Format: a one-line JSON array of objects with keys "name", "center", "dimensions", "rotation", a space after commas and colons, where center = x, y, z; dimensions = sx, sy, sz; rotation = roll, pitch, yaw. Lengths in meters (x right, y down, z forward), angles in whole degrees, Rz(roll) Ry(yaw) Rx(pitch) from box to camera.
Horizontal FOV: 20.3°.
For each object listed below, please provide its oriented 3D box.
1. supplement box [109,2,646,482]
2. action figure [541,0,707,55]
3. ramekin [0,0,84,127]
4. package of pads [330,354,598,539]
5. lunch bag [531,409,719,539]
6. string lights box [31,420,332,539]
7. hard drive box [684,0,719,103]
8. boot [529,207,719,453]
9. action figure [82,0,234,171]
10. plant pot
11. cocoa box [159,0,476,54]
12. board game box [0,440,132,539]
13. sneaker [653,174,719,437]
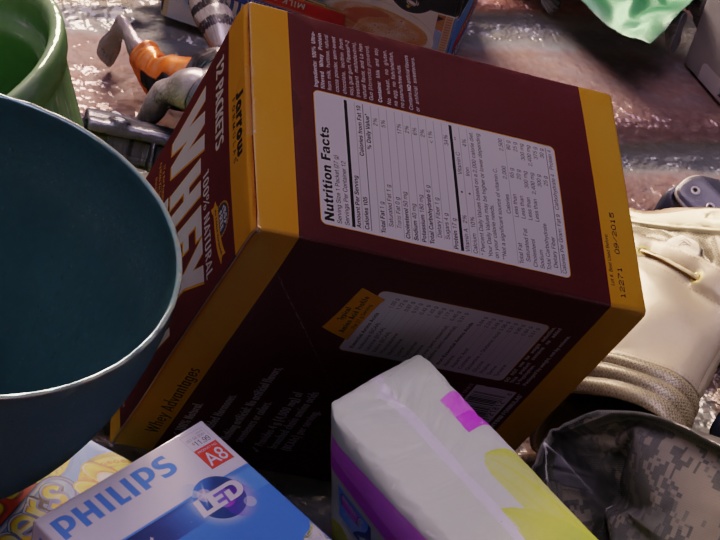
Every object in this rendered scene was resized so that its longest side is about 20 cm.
[{"name": "supplement box", "center": [0.000, 0.000, 1.001], "dimensions": [0.198, 0.198, 0.134], "rotation": [12, 52, -22]}, {"name": "action figure", "center": [0.153, -0.218, 1.441], "dimensions": [0.199, 0.055, 0.118], "rotation": [30, 44, 26]}, {"name": "ramekin", "center": [-0.239, -0.066, 1.068], "dimensions": [0.198, 0.098, 0.201], "rotation": [-10, 35, 7]}, {"name": "package of pads", "center": [0.061, 0.160, 0.917], "dimensions": [0.068, 0.155, 0.200], "rotation": [-27, 53, -23]}, {"name": "lunch bag", "center": [0.189, 0.147, 0.953], "dimensions": [0.164, 0.118, 0.199], "rotation": [28, -3, -42]}, {"name": "string lights box", "center": [-0.042, 0.165, 0.865], "dimensions": [0.200, 0.059, 0.102], "rotation": [39, 47, 25]}, {"name": "hard drive box", "center": [0.354, -0.140, 1.399], "dimensions": [0.198, 0.077, 0.156], "rotation": [-9, 46, -26]}, {"name": "boot", "center": [0.121, 0.038, 1.095], "dimensions": [0.199, 0.073, 0.156], "rotation": [1, 42, 42]}, {"name": "action figure", "center": [-0.107, -0.112, 1.202], "dimensions": [0.198, 0.105, 0.194], "rotation": [8, 26, -23]}, {"name": "plant pot", "center": [-0.191, 0.030, 0.905], "dimensions": [0.198, 0.135, 0.201], "rotation": [13, 40, -11]}, {"name": "cocoa box", "center": [-0.015, -0.221, 1.333], "dimensions": [0.198, 0.132, 0.134], "rotation": [19, 40, 4]}, {"name": "board game box", "center": [-0.130, 0.177, 0.912], "dimensions": [0.195, 0.056, 0.200], "rotation": [26, 42, 11]}, {"name": "sneaker", "center": [0.210, 0.026, 1.162], "dimensions": [0.146, 0.077, 0.202], "rotation": [37, 39, 13]}]
